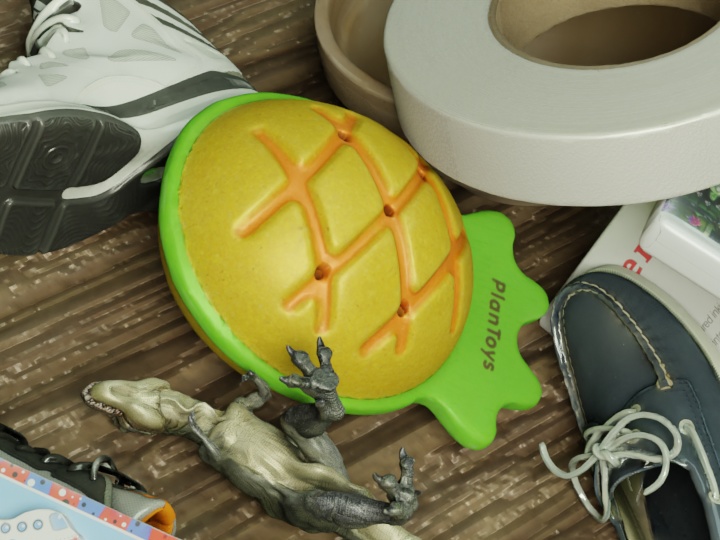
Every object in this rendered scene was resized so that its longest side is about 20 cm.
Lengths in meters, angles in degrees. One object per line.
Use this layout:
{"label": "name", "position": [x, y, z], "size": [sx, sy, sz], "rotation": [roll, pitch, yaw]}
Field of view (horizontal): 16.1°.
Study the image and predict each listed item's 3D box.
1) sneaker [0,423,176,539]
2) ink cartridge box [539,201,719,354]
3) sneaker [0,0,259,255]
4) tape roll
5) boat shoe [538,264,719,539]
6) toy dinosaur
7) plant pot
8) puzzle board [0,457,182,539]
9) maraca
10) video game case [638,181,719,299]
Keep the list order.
{"label": "sneaker", "position": [-0.111, 0.091, 0.921], "size": [0.200, 0.079, 0.074], "rotation": [45, 10, 32]}
{"label": "ink cartridge box", "position": [0.218, 0.011, 1.163], "size": [0.200, 0.147, 0.146], "rotation": [41, 45, 8]}
{"label": "sneaker", "position": [-0.136, -0.075, 1.101], "size": [0.200, 0.076, 0.115], "rotation": [-10, 49, -45]}
{"label": "tape roll", "position": [0.109, -0.100, 1.080], "size": [0.202, 0.037, 0.203], "rotation": [-8, 37, 6]}
{"label": "boat shoe", "position": [0.128, 0.089, 1.096], "size": [0.062, 0.075, 0.201], "rotation": [-9, 70, -41]}
{"label": "toy dinosaur", "position": [-0.014, 0.082, 1.007], "size": [0.200, 0.088, 0.047], "rotation": [36, 53, 4]}
{"label": "plant pot", "position": [0.083, -0.095, 1.191], "size": [0.200, 0.093, 0.201], "rotation": [-6, 38, 5]}
{"label": "puzzle board", "position": [-0.091, 0.157, 0.837], "size": [0.199, 0.017, 0.151], "rotation": [22, 78, 20]}
{"label": "maraca", "position": [0.000, 0.000, 1.079], "size": [0.199, 0.107, 0.138], "rotation": [24, 61, -28]}
{"label": "video game case", "position": [0.228, -0.015, 1.072], "size": [0.200, 0.023, 0.182], "rotation": [33, 45, -1]}
